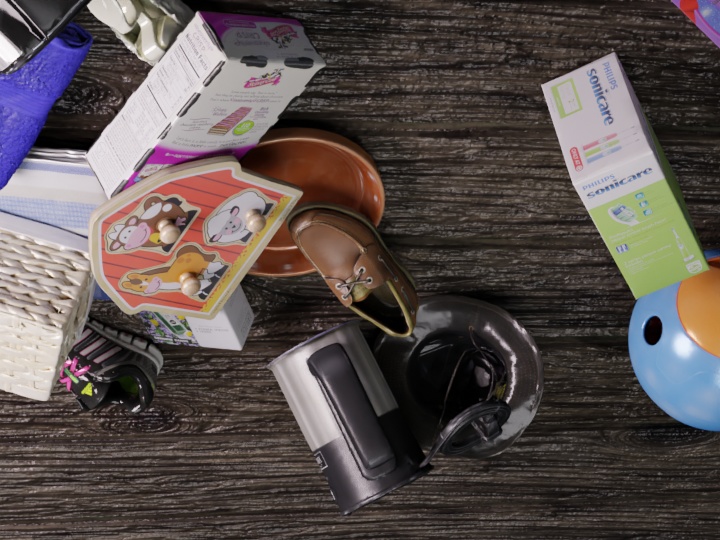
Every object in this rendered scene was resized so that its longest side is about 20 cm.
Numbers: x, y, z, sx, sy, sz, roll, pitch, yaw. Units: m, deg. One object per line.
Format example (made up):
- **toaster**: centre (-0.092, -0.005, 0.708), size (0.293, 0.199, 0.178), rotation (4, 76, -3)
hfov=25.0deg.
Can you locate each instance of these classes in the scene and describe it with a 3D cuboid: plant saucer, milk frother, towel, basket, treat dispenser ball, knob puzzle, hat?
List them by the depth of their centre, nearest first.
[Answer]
- **towel**: centre (-0.347, -0.168, 1.457), size (0.147, 0.050, 0.200), rotation (28, 126, -15)
- **knob puzzle**: centre (-0.170, -0.026, 1.543), size (0.219, 0.030, 0.220), rotation (-20, 141, -17)
- **basket**: centre (-0.371, 0.029, 1.595), size (0.199, 0.124, 0.136), rotation (17, 136, -5)
- **towel**: centre (-0.310, -0.047, 1.609), size (0.146, 0.024, 0.200), rotation (5, 137, 7)
- **plant saucer**: centre (-0.075, -0.072, 1.658), size (0.199, 0.032, 0.201), rotation (-6, 138, -5)
- **milk frother**: centre (0.033, 0.138, 1.777), size (0.199, 0.189, 0.180), rotation (-24, 173, -25)
- **treat dispenser ball**: centre (0.398, 0.077, 1.795), size (0.200, 0.201, 0.201), rotation (-6, 138, -6)
- **hat**: centre (0.113, 0.116, 1.856), size (0.200, 0.201, 0.081), rotation (-22, 180, 12)

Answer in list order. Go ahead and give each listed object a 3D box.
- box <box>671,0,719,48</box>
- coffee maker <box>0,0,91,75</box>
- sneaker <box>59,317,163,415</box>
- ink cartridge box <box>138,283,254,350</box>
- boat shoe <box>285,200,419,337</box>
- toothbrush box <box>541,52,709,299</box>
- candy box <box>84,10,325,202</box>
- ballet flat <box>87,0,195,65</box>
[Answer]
- **box**: centre (0.387, -0.266, 1.540), size (0.137, 0.039, 0.200), rotation (-36, 133, 24)
- **coffee maker**: centre (-0.289, -0.281, 1.270), size (0.200, 0.135, 0.192), rotation (40, 126, -21)
- **sneaker**: centre (-0.302, 0.103, 1.755), size (0.199, 0.088, 0.074), rotation (21, 129, -31)
- **ink cartridge box**: centre (-0.191, 0.001, 1.669), size (0.109, 0.050, 0.200), rotation (4, 142, 20)
- **boat shoe**: centre (0.000, 0.000, 1.678), size (0.072, 0.068, 0.200), rotation (-32, 135, 24)
- **toothbrush box**: centre (0.266, -0.093, 1.624), size (0.086, 0.146, 0.200), rotation (-22, 138, 13)
- **candy box**: centre (-0.145, -0.148, 1.499), size (0.136, 0.061, 0.200), rotation (-5, 148, -52)
- **ballet flat**: centre (-0.202, -0.224, 1.440), size (0.072, 0.072, 0.200), rotation (-31, 135, 21)
